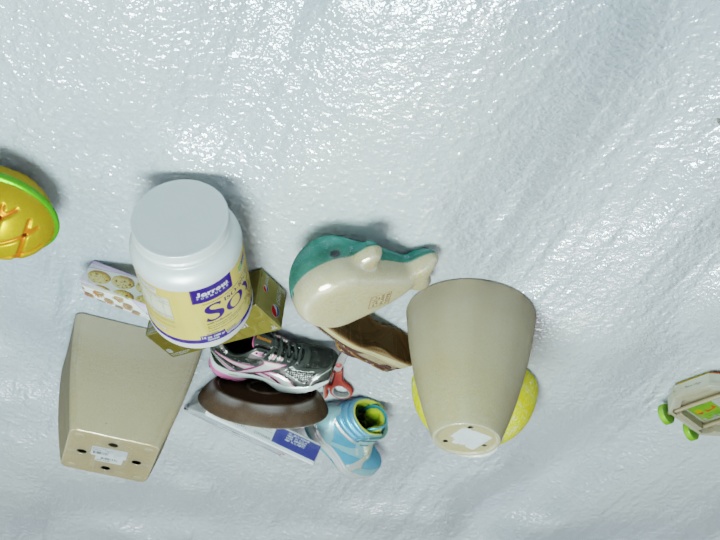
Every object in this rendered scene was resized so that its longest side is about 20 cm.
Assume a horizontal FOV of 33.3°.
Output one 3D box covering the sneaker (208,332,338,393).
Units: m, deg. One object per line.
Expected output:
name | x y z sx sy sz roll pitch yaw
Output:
sneaker | -0.134 0.127 1.794 0.199 0.081 0.086 1 143 5

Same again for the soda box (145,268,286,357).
soda box | -0.207 0.062 1.726 0.199 0.064 0.068 -16 139 28

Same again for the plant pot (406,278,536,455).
plant pot | 0.151 0.146 1.674 0.187 0.201 0.188 4 144 3

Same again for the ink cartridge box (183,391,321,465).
ink cartridge box | -0.179 0.253 1.960 0.199 0.041 0.200 28 168 -15

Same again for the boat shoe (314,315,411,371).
boat shoe | -0.009 0.098 1.746 0.200 0.072 0.072 27 139 -36

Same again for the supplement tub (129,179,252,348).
supplement tub | -0.219 -0.008 1.559 0.145 0.146 0.200 3 145 4

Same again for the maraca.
maraca | -0.471 -0.084 1.520 0.137 0.107 0.200 -26 135 26

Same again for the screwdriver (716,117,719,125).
screwdriver | 0.463 -0.125 1.398 0.029 0.028 0.200 -41 129 9

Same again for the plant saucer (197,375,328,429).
plant saucer | -0.146 0.189 1.827 0.199 0.200 0.032 7 105 -2

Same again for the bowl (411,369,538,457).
bowl | 0.175 0.223 1.859 0.199 0.108 0.200 4 144 3

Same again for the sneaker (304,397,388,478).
sneaker | 0.009 0.279 1.987 0.130 0.080 0.200 -15 140 29

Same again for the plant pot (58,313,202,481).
plant pot | -0.371 0.211 1.861 0.199 0.178 0.200 15 145 -12

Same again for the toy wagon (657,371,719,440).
toy wagon | 0.563 0.219 1.857 0.200 0.040 0.155 32 137 -33

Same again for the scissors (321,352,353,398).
scissors | -0.043 0.151 1.869 0.073 0.014 0.200 7 146 0

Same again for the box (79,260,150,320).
box | -0.295 0.041 1.675 0.199 0.042 0.039 20 147 16

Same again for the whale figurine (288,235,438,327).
whale figurine | 0.000 0.000 1.602 0.199 0.104 0.159 -13 149 -16
